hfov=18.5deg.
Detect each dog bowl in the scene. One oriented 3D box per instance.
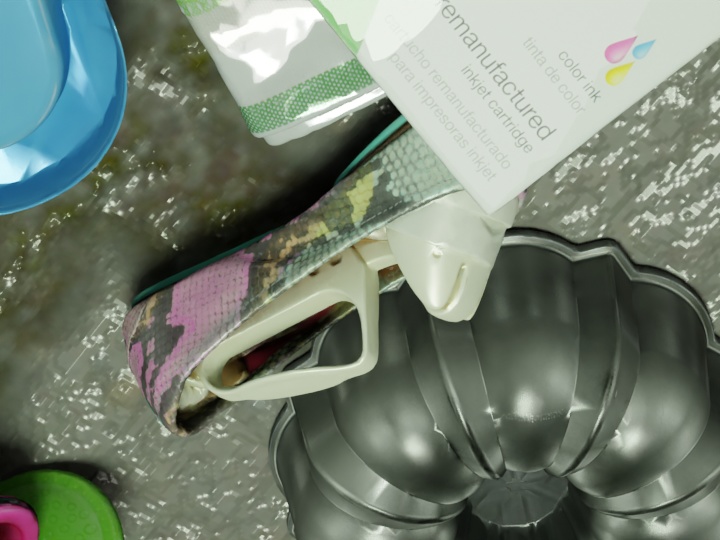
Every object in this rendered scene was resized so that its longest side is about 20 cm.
[{"bbox_3d":[-0.145,-0.117,0.753,0.110,0.050,0.201,-11,122,4],"label":"dog bowl"}]

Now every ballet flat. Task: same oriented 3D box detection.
[{"bbox_3d":[0.000,0.000,0.816,0.199,0.072,0.069,-32,152,16],"label":"ballet flat"}]

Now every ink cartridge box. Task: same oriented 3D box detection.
[{"bbox_3d":[0.070,-0.141,0.696,0.199,0.088,0.146,-37,111,9],"label":"ink cartridge box"}]

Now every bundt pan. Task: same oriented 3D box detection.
[{"bbox_3d":[0.063,0.089,0.875,0.200,0.076,0.204,-2,121,-3],"label":"bundt pan"}]

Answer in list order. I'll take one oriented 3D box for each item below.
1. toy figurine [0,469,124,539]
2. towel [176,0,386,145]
[{"bbox_3d":[-0.202,0.114,0.804,0.200,0.150,0.184,-39,146,-4],"label":"toy figurine"},{"bbox_3d":[-0.014,-0.149,0.752,0.148,0.031,0.201,-24,120,10],"label":"towel"}]
